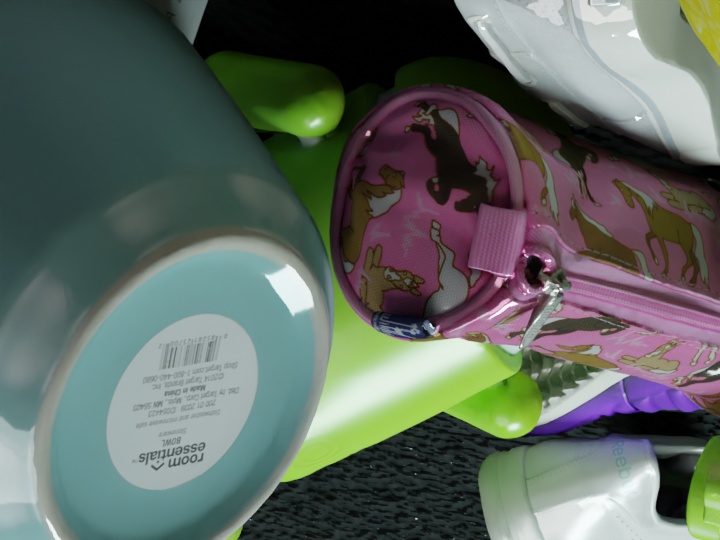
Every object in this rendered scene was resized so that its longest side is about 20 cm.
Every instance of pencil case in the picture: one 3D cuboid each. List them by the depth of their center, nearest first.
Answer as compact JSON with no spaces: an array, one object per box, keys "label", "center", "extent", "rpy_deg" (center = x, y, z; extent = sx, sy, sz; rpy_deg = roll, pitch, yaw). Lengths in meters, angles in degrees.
[{"label":"pencil case","center":[0.079,-0.002,0.955],"extent":[0.083,0.087,0.200],"rpy_deg":[-26,154,34]}]

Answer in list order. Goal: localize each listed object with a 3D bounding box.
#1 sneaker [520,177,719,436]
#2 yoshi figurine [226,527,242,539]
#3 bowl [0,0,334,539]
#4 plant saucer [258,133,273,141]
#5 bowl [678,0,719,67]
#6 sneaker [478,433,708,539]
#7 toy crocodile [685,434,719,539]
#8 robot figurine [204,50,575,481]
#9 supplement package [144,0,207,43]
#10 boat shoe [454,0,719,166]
[{"label":"sneaker","center":[0.125,0.032,1.141],"extent":[0.099,0.070,0.200],"rpy_deg":[20,157,-23]},{"label":"yoshi figurine","center":[-0.156,0.122,1.431],"extent":[0.199,0.112,0.113],"rpy_deg":[-6,137,33]},{"label":"bowl","center":[-0.085,0.020,0.905],"extent":[0.105,0.201,0.201],"rpy_deg":[30,165,41]},{"label":"plant saucer","center":[-0.092,-0.039,1.176],"extent":[0.200,0.037,0.201],"rpy_deg":[13,152,7]},{"label":"bowl","center":[0.134,-0.122,0.758],"extent":[0.107,0.200,0.200],"rpy_deg":[19,161,47]},{"label":"sneaker","center":[0.130,0.100,1.218],"extent":[0.088,0.076,0.200],"rpy_deg":[-23,163,23]},{"label":"toy crocodile","center":[0.171,0.074,1.072],"extent":[0.067,0.062,0.200],"rpy_deg":[13,-176,26]},{"label":"robot figurine","center":[0.000,0.000,1.061],"extent":[0.199,0.116,0.176],"rpy_deg":[-28,120,12]},{"label":"supplement package","center":[-0.162,-0.107,1.007],"extent":[0.199,0.117,0.117],"rpy_deg":[0,150,31]},{"label":"boat shoe","center":[0.076,-0.074,0.923],"extent":[0.068,0.072,0.200],"rpy_deg":[4,179,18]}]
